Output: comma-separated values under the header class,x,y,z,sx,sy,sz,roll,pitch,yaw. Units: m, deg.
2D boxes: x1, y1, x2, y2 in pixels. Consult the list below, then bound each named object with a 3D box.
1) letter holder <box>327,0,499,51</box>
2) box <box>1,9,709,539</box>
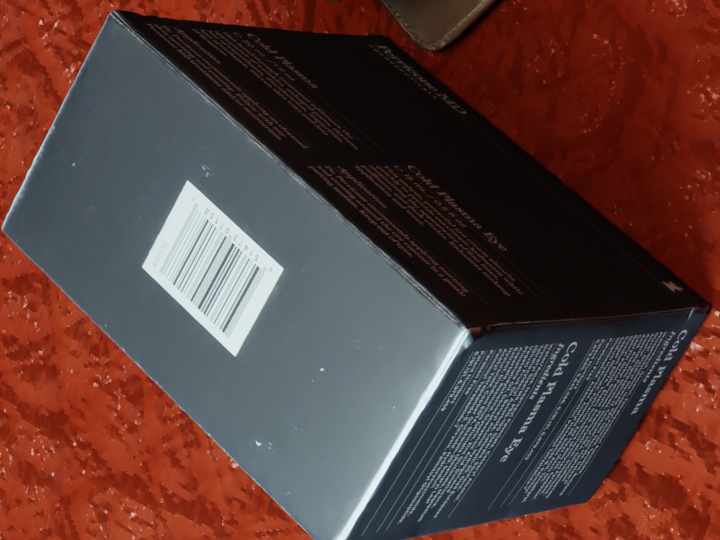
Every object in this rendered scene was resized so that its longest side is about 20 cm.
class,x,y,z,sx,sy,sz,roll,pitch,yaw
letter holder,0.027,-0.199,0.980,0.142,0.100,0.200,50,118,21
box,0.000,0.000,0.956,0.200,0.182,0.105,42,115,27
